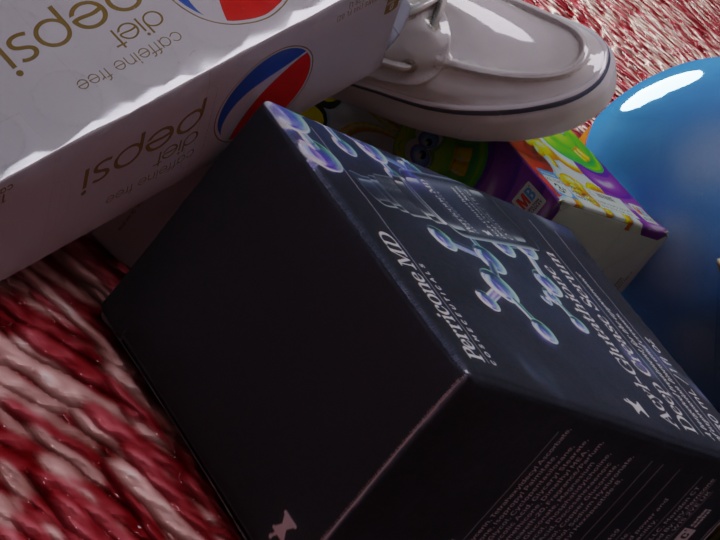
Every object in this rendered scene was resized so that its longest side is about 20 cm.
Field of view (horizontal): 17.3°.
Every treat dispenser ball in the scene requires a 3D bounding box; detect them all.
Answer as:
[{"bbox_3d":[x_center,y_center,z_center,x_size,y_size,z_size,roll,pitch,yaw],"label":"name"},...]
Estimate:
[{"bbox_3d":[0.192,-0.009,1.204,0.200,0.201,0.201,36,17,-13],"label":"treat dispenser ball"}]

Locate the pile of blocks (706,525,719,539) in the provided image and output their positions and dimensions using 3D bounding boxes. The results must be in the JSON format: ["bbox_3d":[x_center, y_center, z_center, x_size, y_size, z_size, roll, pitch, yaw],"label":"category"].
[{"bbox_3d":[0.148,0.114,1.008,0.062,0.082,0.200,42,15,-32],"label":"pile of blocks"}]

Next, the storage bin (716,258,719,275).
[{"bbox_3d":[0.241,0.095,1.026,0.199,0.093,0.202,-109,-177,-75],"label":"storage bin"}]

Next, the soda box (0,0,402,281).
[{"bbox_3d":[-0.078,-0.073,0.841,0.199,0.064,0.068,-32,68,-31],"label":"soda box"}]

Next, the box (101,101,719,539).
[{"bbox_3d":[0.029,0.045,0.883,0.199,0.107,0.149,19,28,-49],"label":"box"}]

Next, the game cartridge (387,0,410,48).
[{"bbox_3d":[-0.079,-0.131,1.000,0.199,0.041,0.133,5,-32,44],"label":"game cartridge"}]

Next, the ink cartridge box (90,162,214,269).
[{"bbox_3d":[-0.107,-0.084,0.935,0.200,0.095,0.037,45,17,14],"label":"ink cartridge box"}]

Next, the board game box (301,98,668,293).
[{"bbox_3d":[0.033,-0.052,1.139,0.103,0.105,0.200,14,30,-52],"label":"board game box"}]

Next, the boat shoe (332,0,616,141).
[{"bbox_3d":[0.017,-0.110,1.054,0.198,0.066,0.074,9,55,9],"label":"boat shoe"}]
